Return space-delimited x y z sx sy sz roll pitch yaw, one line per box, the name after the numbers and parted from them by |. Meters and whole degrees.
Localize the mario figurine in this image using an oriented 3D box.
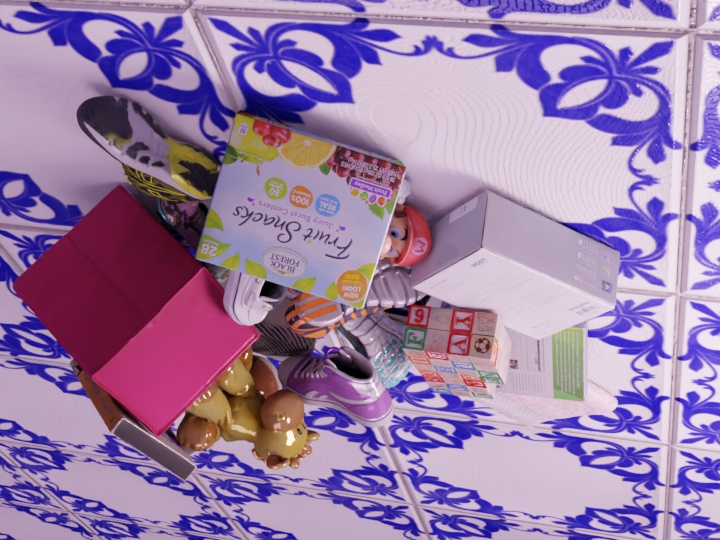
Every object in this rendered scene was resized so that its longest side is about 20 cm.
-0.011 -0.056 1.498 0.198 0.107 0.124 18 152 -4 | mario figurine

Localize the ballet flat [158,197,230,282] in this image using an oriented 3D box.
-0.192 -0.048 1.655 0.070 0.070 0.200 -15 146 11 | ballet flat

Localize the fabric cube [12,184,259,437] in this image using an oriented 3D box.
-0.289 0.055 1.655 0.199 0.200 0.197 41 169 32 | fabric cube

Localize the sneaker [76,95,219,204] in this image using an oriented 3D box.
-0.258 -0.129 1.498 0.084 0.075 0.199 -23 136 39 | sneaker

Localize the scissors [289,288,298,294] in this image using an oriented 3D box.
-0.136 0.016 1.794 0.197 0.014 0.073 0 152 23 | scissors

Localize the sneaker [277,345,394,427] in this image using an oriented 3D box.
-0.045 0.134 1.760 0.199 0.073 0.115 14 143 36 | sneaker

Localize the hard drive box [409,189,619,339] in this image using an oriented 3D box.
0.184 -0.001 1.525 0.198 0.078 0.155 22 152 -24 | hard drive box

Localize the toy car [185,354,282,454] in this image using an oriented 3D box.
-0.228 0.202 1.930 0.157 0.199 0.166 -11 102 40 | toy car

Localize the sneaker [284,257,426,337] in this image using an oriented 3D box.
-0.008 0.028 1.594 0.198 0.079 0.112 -13 171 -23 | sneaker

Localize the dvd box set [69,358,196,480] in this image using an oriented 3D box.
-0.315 0.198 1.757 0.146 0.029 0.200 42 179 -37 | dvd box set

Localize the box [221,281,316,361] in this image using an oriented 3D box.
-0.161 0.070 1.848 0.198 0.069 0.082 18 152 -10 | box

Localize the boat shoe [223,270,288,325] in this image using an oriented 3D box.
-0.122 0.020 1.551 0.066 0.074 0.201 35 155 17 | boat shoe

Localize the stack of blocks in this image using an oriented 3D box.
0.133 0.109 1.638 0.114 0.059 0.200 6 161 17 | stack of blocks

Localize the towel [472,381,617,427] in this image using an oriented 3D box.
0.249 0.176 1.896 0.199 0.033 0.190 29 149 -29 | towel

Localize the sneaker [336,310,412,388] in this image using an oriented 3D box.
0.007 0.077 1.761 0.091 0.077 0.201 34 158 51 | sneaker

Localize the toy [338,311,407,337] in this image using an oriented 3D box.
0.056 0.105 1.834 0.197 0.048 0.116 9 151 9 | toy

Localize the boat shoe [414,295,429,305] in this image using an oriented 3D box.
0.000 0.000 1.649 0.197 0.057 0.069 12 154 4 | boat shoe

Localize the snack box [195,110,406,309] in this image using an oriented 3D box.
-0.067 -0.068 1.427 0.198 0.171 0.068 18 -171 -5 | snack box

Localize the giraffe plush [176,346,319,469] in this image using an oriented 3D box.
-0.145 0.208 1.769 0.161 0.173 0.201 20 140 19 | giraffe plush

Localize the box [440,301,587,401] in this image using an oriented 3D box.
0.210 0.109 1.736 0.197 0.037 0.146 7 134 17 | box
